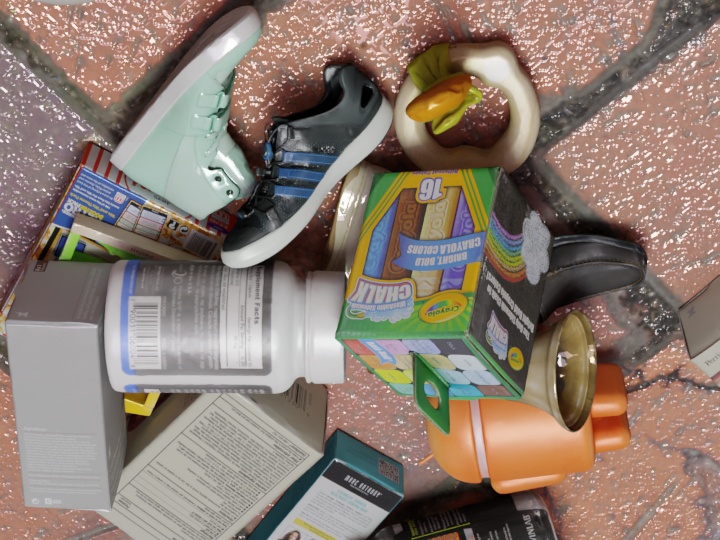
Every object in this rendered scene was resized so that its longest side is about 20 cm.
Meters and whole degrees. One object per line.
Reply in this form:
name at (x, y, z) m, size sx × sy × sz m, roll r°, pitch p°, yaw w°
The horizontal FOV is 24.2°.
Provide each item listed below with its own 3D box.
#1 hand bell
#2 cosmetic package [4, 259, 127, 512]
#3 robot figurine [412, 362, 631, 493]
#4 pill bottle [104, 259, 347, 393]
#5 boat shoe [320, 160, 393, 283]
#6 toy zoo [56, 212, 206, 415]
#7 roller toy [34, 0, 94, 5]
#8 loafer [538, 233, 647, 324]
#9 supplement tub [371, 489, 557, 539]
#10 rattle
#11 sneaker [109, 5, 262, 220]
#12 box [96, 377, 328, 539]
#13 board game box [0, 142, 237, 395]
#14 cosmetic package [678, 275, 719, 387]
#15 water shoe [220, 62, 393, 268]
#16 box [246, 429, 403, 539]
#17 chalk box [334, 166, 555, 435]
hand bell at (0.097, 0.083, 1.472) m, size 0.199 × 0.104 × 0.105 m, roll 1°, pitch 124°, yaw 28°
cosmetic package at (-0.254, 0.100, 1.470) m, size 0.090 × 0.107 × 0.201 m, roll 4°, pitch 123°, yaw 0°
robot figurine at (0.146, 0.133, 1.548) m, size 0.199 × 0.117 × 0.144 m, roll -8°, pitch 159°, yaw 6°
pill bottle at (-0.111, 0.048, 1.430) m, size 0.199 × 0.114 × 0.114 m, roll 1°, pitch 121°, yaw 0°
boat shoe at (0.000, 0.000, 1.498) m, size 0.069 × 0.074 × 0.201 m, roll 14°, pitch 120°, yaw 1°
toy zoo at (-0.227, 0.054, 1.514) m, size 0.131 × 0.021 × 0.201 m, roll 20°, pitch 120°, yaw -10°
roller toy at (-0.220, -0.306, 1.287) m, size 0.181 × 0.140 × 0.201 m, roll 19°, pitch 122°, yaw 3°
loafer at (0.158, 0.018, 1.492) m, size 0.199 × 0.073 × 0.073 m, roll -9°, pitch 142°, yaw 5°
supplement tub at (0.092, 0.293, 1.621) m, size 0.199 × 0.123 × 0.123 m, roll -14°, pitch 120°, yaw -2°
rattle at (0.098, -0.082, 1.413) m, size 0.129 × 0.143 × 0.201 m, roll -10°, pitch 115°, yaw -9°
sneaker at (-0.113, -0.128, 1.424) m, size 0.118 × 0.074 × 0.200 m, roll 37°, pitch 125°, yaw -11°
box at (-0.141, 0.166, 1.581) m, size 0.128 × 0.109 × 0.200 m, roll 38°, pitch 115°, yaw -19°
board game box at (-0.225, 0.004, 1.524) m, size 0.151 × 0.046 × 0.200 m, roll 28°, pitch 118°, yaw -14°
cosmetic package at (0.394, 0.089, 1.528) m, size 0.200 × 0.087 × 0.103 m, roll 39°, pitch 116°, yaw -19°
water shoe at (-0.061, -0.091, 1.413) m, size 0.200 × 0.071 × 0.079 m, roll -48°, pitch 115°, yaw -15°
box at (-0.045, 0.255, 1.664) m, size 0.082 × 0.049 × 0.200 m, roll 30°, pitch 117°, yaw -16°
chalk box at (0.067, 0.032, 1.384) m, size 0.123 × 0.201 × 0.125 m, roll -1°, pitch 151°, yaw 31°
